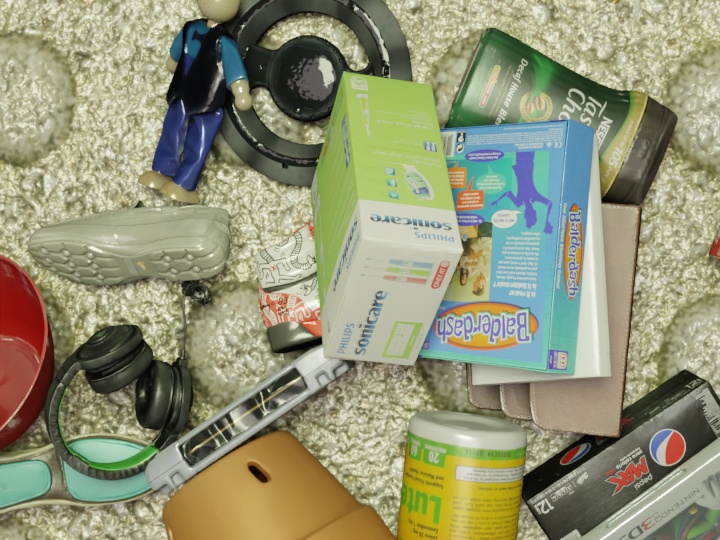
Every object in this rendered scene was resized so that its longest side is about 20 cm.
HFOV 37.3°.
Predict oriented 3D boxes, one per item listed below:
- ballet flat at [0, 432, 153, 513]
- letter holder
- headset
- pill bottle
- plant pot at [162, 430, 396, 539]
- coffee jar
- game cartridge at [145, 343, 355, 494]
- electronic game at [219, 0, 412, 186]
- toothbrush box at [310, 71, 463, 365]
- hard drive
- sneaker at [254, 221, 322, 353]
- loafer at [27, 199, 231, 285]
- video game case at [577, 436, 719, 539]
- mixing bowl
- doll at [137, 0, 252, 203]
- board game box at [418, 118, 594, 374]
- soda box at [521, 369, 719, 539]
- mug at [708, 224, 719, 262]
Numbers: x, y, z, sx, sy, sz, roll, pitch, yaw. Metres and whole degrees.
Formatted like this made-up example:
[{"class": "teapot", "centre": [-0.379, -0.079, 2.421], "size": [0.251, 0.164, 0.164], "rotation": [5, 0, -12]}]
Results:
[{"class": "ballet flat", "centre": [-0.285, 0.191, 1.011], "size": [0.197, 0.069, 0.071], "rotation": [-2, 91, -15]}, {"class": "letter holder", "centre": [0.170, 0.037, 0.977], "size": [0.140, 0.101, 0.203], "rotation": [5, 91, 4]}, {"class": "headset", "centre": [-0.205, 0.093, 0.984], "size": [0.123, 0.094, 0.201], "rotation": [41, 82, -27]}, {"class": "pill bottle", "centre": [0.088, 0.238, 0.976], "size": [0.109, 0.111, 0.203], "rotation": [6, 91, 2]}, {"class": "plant pot", "centre": [-0.084, 0.239, 0.953], "size": [0.199, 0.200, 0.141], "rotation": [-34, 75, 2]}, {"class": "coffee jar", "centre": [0.183, -0.137, 0.979], "size": [0.198, 0.085, 0.106], "rotation": [23, 92, 1]}, {"class": "game cartridge", "centre": [-0.096, 0.129, 0.970], "size": [0.199, 0.133, 0.041], "rotation": [-34, 82, 1]}, {"class": "electronic game", "centre": [-0.049, -0.181, 1.008], "size": [0.197, 0.042, 0.203], "rotation": [1, 96, 9]}, {"class": "toothbrush box", "centre": [0.015, -0.045, 0.905], "size": [0.085, 0.202, 0.147], "rotation": [6, 136, -12]}, {"class": "hard drive", "centre": [0.148, -0.006, 0.918], "size": [0.131, 0.026, 0.203], "rotation": [-10, 78, 43]}, {"class": "sneaker", "centre": [0.000, 0.000, 0.997], "size": [0.198, 0.067, 0.109], "rotation": [-15, 80, -5]}, {"class": "loafer", "centre": [-0.217, -0.029, 1.012], "size": [0.197, 0.070, 0.070], "rotation": [1, 49, 10]}, {"class": "video game case", "centre": [0.307, 0.277, 0.979], "size": [0.181, 0.023, 0.201], "rotation": [-36, 112, 2]}, {"class": "mixing bowl", "centre": [-0.359, 0.092, 0.977], "size": [0.197, 0.109, 0.203], "rotation": [-3, 66, 8]}, {"class": "doll", "centre": [-0.147, -0.167, 0.984], "size": [0.136, 0.048, 0.203], "rotation": [25, 103, 43]}, {"class": "board game box", "centre": [0.115, -0.020, 0.902], "size": [0.151, 0.045, 0.203], "rotation": [4, 86, 44]}, {"class": "soda box", "centre": [0.245, 0.176, 0.988], "size": [0.199, 0.071, 0.064], "rotation": [-33, 94, 2]}, {"class": "mug", "centre": [0.423, -0.073, 0.952], "size": [0.176, 0.133, 0.202], "rotation": [26, 95, 3]}]
